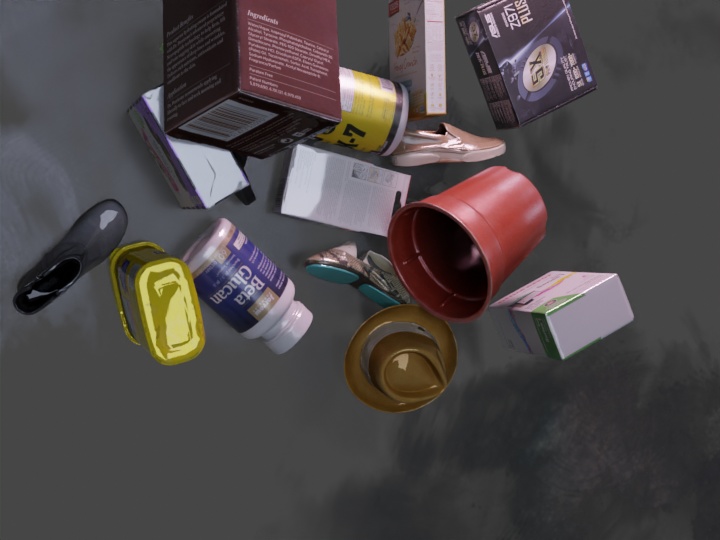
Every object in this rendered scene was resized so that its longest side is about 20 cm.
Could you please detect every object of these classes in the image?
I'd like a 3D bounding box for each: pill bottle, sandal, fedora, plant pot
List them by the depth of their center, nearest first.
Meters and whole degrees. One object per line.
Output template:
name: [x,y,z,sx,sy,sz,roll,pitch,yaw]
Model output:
sandal: [-0.186,-0.178,1.393,0.048,0.075,0.201,-36,146,-13]
pill bottle: [-0.167,0.029,1.431,0.200,0.111,0.111,44,79,-18]
pill bottle: [-0.037,-0.247,1.459,0.198,0.114,0.116,11,90,-20]
plant pot: [0.178,-0.055,1.504,0.195,0.200,0.203,-35,106,-36]
fedora: [0.074,0.152,1.525,0.198,0.082,0.203,-7,112,-17]

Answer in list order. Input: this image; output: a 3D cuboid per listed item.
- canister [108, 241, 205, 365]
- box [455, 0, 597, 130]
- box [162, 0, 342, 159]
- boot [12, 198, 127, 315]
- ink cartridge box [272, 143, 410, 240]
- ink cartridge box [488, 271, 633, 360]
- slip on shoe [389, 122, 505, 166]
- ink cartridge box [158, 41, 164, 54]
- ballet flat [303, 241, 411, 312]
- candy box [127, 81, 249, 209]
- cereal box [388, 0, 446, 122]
canister: [-0.282,0.043,1.338,0.086,0.200,0.151,-15,102,-21]
box: [0.271,-0.355,1.581,0.162,0.086,0.202,-26,102,-16]
box: [-0.136,-0.269,1.208,0.163,0.165,0.203,9,73,-42]
boot: [-0.390,-0.015,1.334,0.070,0.131,0.200,44,79,-17]
ink cartridge box: [-0.028,-0.120,1.506,0.198,0.050,0.110,13,89,-22]
ink cartridge box: [0.319,0.069,1.570,0.144,0.200,0.085,-27,99,-16]
slip on shoe: [0.140,-0.206,1.552,0.197,0.076,0.061,-6,102,-12]
ink cartridge box: [-0.182,-0.315,1.372,0.199,0.048,0.146,39,99,7]
ballet flat: [0.000,0.000,1.525,0.198,0.068,0.076,25,64,-26]
candy box: [-0.243,-0.173,1.341,0.071,0.200,0.169,-32,103,-15]
cereal box: [0.085,-0.333,1.483,0.039,0.144,0.203,-4,94,-20]
